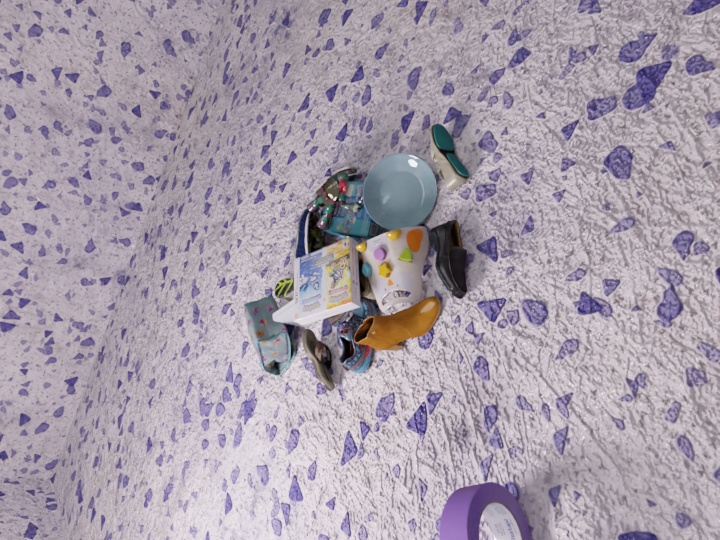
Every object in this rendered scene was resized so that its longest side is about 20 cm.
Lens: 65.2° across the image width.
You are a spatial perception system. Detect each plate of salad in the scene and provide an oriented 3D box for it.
[{"bbox_3d":[-0.130,-0.100,1.689,0.047,0.200,0.205,2,73,7],"label":"plate of salad"}]

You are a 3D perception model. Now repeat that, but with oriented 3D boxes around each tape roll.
[{"bbox_3d":[0.227,0.487,0.997,0.065,0.198,0.204,-30,55,40],"label":"tape roll"}]

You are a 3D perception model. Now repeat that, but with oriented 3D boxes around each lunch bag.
[{"bbox_3d":[-0.281,0.209,1.761,0.202,0.120,0.172,85,161,-46],"label":"lunch bag"}]

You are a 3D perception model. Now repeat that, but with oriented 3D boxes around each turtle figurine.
[{"bbox_3d":[-0.068,-0.213,1.561,0.200,0.099,0.152,-44,50,36],"label":"turtle figurine"}]

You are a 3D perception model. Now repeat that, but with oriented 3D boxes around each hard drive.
[{"bbox_3d":[-0.147,0.108,1.638,0.199,0.130,0.027,-34,54,38],"label":"hard drive"}]

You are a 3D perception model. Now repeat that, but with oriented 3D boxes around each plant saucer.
[{"bbox_3d":[0.105,-0.203,1.477,0.196,0.039,0.206,-2,83,15],"label":"plant saucer"}]

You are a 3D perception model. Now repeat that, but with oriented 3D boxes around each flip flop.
[{"bbox_3d":[-0.108,0.246,1.592,0.057,0.081,0.202,-38,49,12],"label":"flip flop"}]

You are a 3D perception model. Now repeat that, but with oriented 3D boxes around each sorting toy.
[{"bbox_3d":[0.082,0.004,1.423,0.197,0.106,0.184,-21,76,33],"label":"sorting toy"}]

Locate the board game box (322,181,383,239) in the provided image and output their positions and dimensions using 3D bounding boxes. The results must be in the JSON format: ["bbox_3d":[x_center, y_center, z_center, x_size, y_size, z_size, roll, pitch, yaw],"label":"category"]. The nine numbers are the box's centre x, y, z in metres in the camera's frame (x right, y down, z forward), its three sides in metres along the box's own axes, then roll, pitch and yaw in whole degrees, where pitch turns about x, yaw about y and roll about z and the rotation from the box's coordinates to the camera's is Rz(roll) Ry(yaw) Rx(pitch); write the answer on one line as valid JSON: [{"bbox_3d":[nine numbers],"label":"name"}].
[{"bbox_3d":[-0.015,-0.173,1.593,0.198,0.046,0.154,12,87,48],"label":"board game box"}]

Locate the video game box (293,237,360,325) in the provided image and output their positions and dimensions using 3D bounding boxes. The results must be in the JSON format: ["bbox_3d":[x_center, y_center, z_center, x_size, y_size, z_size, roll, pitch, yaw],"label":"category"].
[{"bbox_3d":[-0.092,0.030,1.484,0.197,0.047,0.186,-20,63,31],"label":"video game box"}]

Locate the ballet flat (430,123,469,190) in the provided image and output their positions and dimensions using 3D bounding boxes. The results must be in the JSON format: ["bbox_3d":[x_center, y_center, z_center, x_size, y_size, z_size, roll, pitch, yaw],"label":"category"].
[{"bbox_3d":[0.209,-0.281,1.413,0.069,0.069,0.203,-42,48,32],"label":"ballet flat"}]

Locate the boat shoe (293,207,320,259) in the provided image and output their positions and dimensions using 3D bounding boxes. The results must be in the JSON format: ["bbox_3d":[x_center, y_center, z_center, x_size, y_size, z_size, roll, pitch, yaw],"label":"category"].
[{"bbox_3d":[-0.179,-0.104,1.798,0.072,0.071,0.204,140,144,-69],"label":"boat shoe"}]

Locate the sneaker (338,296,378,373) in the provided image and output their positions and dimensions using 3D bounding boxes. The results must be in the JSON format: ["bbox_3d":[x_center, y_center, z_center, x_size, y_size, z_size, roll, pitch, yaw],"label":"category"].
[{"bbox_3d":[-0.011,0.164,1.482,0.078,0.094,0.205,-13,66,47],"label":"sneaker"}]

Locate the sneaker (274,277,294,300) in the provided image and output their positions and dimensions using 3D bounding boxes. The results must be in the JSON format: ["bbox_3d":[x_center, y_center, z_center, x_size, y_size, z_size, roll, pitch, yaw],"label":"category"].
[{"bbox_3d":[-0.174,0.051,1.741,0.197,0.076,0.077,-8,68,37],"label":"sneaker"}]

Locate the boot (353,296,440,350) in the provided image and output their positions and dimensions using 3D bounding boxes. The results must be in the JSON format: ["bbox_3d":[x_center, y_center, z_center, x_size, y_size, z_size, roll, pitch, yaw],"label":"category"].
[{"bbox_3d":[0.086,0.124,1.344,0.201,0.142,0.072,-47,46,27],"label":"boot"}]

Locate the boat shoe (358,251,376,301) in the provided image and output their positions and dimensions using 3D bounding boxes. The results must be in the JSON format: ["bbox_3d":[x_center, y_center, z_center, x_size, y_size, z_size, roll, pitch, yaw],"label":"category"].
[{"bbox_3d":[0.000,0.000,1.556,0.074,0.062,0.201,-55,42,20],"label":"boat shoe"}]

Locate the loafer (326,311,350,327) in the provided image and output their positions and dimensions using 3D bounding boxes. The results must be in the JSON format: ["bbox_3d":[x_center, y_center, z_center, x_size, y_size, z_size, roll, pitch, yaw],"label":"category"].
[{"bbox_3d":[-0.059,0.097,1.533,0.072,0.062,0.200,-59,4,-32],"label":"loafer"}]

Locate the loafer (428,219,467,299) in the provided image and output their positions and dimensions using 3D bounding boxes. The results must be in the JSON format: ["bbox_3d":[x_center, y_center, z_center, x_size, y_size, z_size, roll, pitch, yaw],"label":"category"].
[{"bbox_3d":[0.214,-0.031,1.307,0.072,0.072,0.203,-35,53,31],"label":"loafer"}]

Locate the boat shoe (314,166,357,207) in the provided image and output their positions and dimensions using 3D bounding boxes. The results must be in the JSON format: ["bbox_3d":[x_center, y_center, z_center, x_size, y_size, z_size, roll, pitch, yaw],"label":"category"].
[{"bbox_3d":[-0.074,-0.257,1.736,0.199,0.071,0.061,-26,64,47],"label":"boat shoe"}]

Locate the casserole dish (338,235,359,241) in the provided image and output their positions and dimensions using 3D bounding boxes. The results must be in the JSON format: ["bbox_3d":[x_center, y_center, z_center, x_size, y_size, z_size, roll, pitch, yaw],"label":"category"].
[{"bbox_3d":[-0.022,-0.173,1.666,0.121,0.038,0.203,33,103,50],"label":"casserole dish"}]
